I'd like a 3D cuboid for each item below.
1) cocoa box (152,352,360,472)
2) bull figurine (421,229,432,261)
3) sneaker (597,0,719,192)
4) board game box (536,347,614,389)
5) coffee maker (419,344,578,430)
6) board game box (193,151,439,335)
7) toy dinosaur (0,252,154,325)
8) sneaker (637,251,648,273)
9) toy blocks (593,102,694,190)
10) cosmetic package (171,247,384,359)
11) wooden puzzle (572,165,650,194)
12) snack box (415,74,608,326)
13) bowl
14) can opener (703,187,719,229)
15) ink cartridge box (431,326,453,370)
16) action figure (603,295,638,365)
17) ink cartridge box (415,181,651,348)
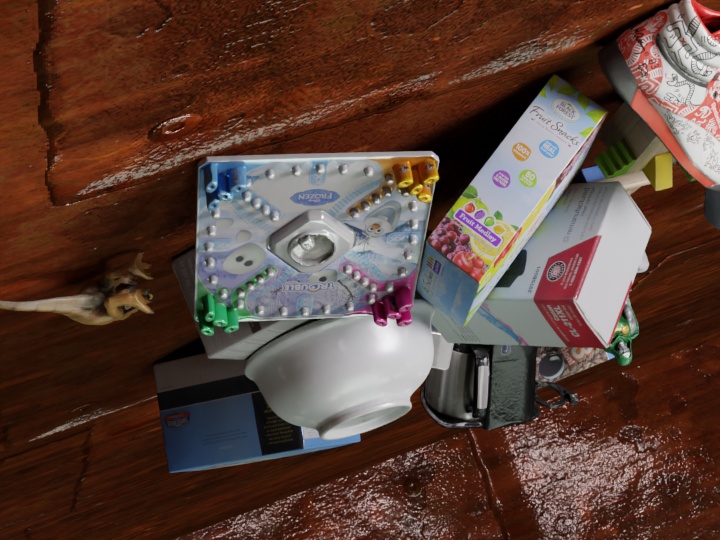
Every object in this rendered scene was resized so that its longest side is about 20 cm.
[{"bbox_3d":[-0.121,0.156,1.828,0.198,0.133,0.133,-13,172,30],"label":"cocoa box"},{"bbox_3d":[0.000,0.000,1.661,0.199,0.066,0.121,-9,165,-38],"label":"bull figurine"},{"bbox_3d":[0.308,-0.155,1.382,0.108,0.068,0.201,-34,125,25],"label":"sneaker"},{"bbox_3d":[0.211,0.068,2.009,0.198,0.161,0.097,-23,-177,3],"label":"board game box"},{"bbox_3d":[0.167,0.072,1.878,0.191,0.134,0.202,-14,121,-33],"label":"coffee maker"},{"bbox_3d":[-0.041,-0.018,1.329,0.198,0.026,0.201,-2,138,-10],"label":"board game box"},{"bbox_3d":[-0.242,0.031,1.402,0.106,0.061,0.200,-26,166,22],"label":"toy dinosaur"},{"bbox_3d":[0.253,-0.022,1.782,0.113,0.076,0.200,-23,164,22],"label":"sneaker"},{"bbox_3d":[0.329,-0.166,1.516,0.199,0.100,0.137,-15,155,-36],"label":"toy blocks"},{"bbox_3d":[-0.062,-0.003,1.460,0.199,0.108,0.090,-30,164,23],"label":"cosmetic package"},{"bbox_3d":[0.221,-0.075,1.776,0.184,0.047,0.200,-13,168,-32],"label":"wooden puzzle"},{"bbox_3d":[0.136,-0.061,1.447,0.200,0.067,0.169,-51,172,-14],"label":"snack box"},{"bbox_3d":[-0.009,0.107,1.530,0.199,0.091,0.201,-17,164,-5],"label":"bowl"},{"bbox_3d":[0.369,-0.102,1.504,0.053,0.067,0.201,-31,146,-12],"label":"can opener"},{"bbox_3d":[-0.013,0.061,1.737,0.174,0.045,0.200,10,-176,-21],"label":"ink cartridge box"},{"bbox_3d":[0.286,0.022,1.905,0.117,0.202,0.055,-20,166,-9],"label":"action figure"},{"bbox_3d":[0.169,-0.005,1.564,0.199,0.147,0.083,-1,144,40],"label":"ink cartridge box"}]
